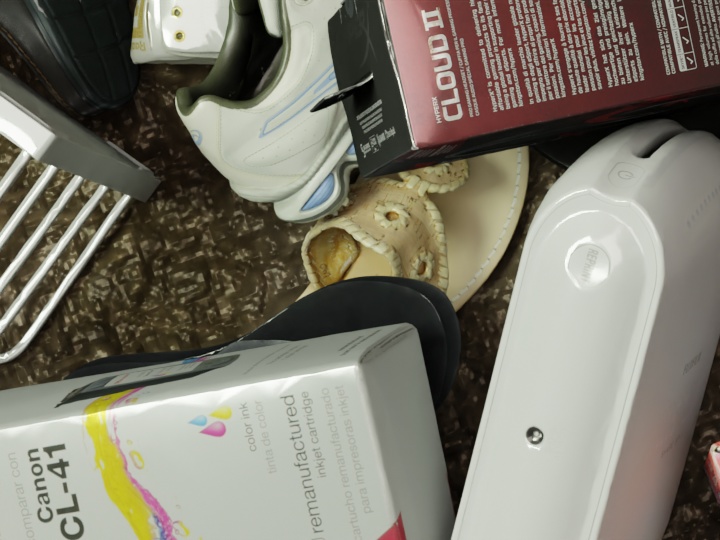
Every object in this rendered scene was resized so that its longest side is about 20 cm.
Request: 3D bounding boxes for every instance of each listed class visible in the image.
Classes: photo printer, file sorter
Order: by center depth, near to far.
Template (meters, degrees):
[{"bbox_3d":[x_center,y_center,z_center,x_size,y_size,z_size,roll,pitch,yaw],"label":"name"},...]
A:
[{"bbox_3d":[0.104,0.037,1.143,0.069,0.166,0.201,18,106,17],"label":"photo printer"},{"bbox_3d":[-0.196,-0.039,1.197,0.139,0.200,0.125,36,92,9],"label":"file sorter"}]

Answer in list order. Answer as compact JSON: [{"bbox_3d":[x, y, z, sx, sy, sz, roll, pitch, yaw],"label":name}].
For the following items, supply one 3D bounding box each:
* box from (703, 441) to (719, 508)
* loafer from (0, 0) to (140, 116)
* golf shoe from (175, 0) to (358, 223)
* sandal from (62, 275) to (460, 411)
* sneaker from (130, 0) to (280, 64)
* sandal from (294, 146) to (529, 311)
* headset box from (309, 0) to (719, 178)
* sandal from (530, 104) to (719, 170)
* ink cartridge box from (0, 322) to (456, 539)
[{"bbox_3d":[0.205,0.101,1.136,0.102,0.200,0.095,-22,82,2],"label":"box"},{"bbox_3d":[-0.173,-0.154,1.279,0.072,0.073,0.200,-32,86,32],"label":"loafer"},{"bbox_3d":[-0.006,-0.123,1.205,0.078,0.097,0.200,19,77,48],"label":"golf shoe"},{"bbox_3d":[-0.047,0.058,1.209,0.200,0.043,0.076,-18,96,22],"label":"sandal"},{"bbox_3d":[-0.098,-0.155,1.243,0.199,0.074,0.116,20,87,-10],"label":"sneaker"},{"bbox_3d":[0.005,0.003,1.233,0.078,0.070,0.212,38,88,8],"label":"sandal"},{"bbox_3d":[0.077,-0.093,1.117,0.199,0.149,0.075,-12,89,-9],"label":"headset box"},{"bbox_3d":[0.078,-0.094,1.230,0.199,0.045,0.075,22,77,19],"label":"sandal"},{"bbox_3d":[-0.064,0.114,1.156,0.199,0.086,0.148,-11,97,18],"label":"ink cartridge box"}]
